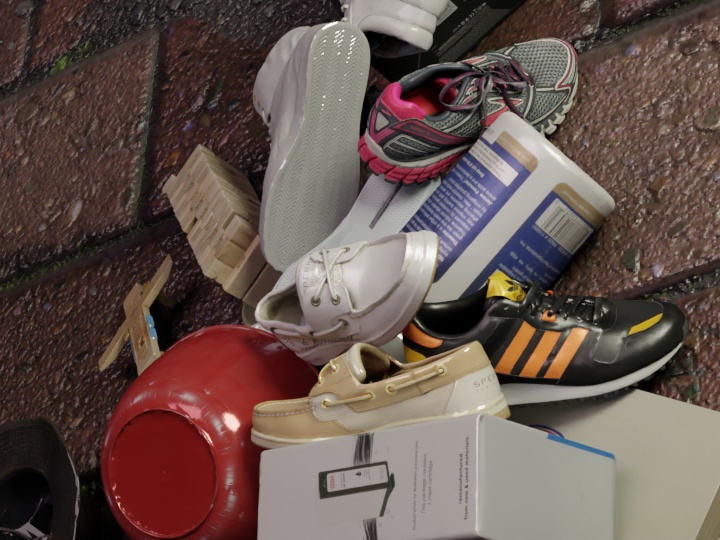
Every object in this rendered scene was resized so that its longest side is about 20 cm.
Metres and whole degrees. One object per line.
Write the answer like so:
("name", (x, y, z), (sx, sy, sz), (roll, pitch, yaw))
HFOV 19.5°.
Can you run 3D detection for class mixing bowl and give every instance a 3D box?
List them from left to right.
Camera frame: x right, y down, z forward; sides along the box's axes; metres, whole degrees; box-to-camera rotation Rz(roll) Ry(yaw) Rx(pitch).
("mixing bowl", (-0.118, 0.144, 1.560), (0.200, 0.108, 0.201), (2, 93, 27))

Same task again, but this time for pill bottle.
("pill bottle", (0.084, -0.009, 1.543), (0.200, 0.111, 0.111), (-49, 41, 5))

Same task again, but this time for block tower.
("block tower", (-0.113, -0.041, 1.750), (0.058, 0.054, 0.200), (-54, 27, 10))

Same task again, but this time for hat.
("hat", (-0.269, 0.226, 1.733), (0.200, 0.081, 0.201), (-23, 56, 38))

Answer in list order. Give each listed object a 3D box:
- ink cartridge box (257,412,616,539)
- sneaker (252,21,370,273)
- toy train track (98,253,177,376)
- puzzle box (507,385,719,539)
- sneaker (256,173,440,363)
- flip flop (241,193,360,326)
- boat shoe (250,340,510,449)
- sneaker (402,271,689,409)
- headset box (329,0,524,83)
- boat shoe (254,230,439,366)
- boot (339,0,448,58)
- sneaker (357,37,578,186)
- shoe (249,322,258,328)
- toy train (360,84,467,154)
("ink cartridge box", (0.049, 0.159, 1.397), (0.200, 0.146, 0.085), (-15, 66, 42))
("sneaker", (-0.048, -0.099, 1.674), (0.116, 0.074, 0.200), (-162, 86, -68))
("toy train track", (-0.175, 0.055, 1.763), (0.115, 0.032, 0.200), (-56, 17, 8))
("puzzle box", (0.166, 0.143, 1.430), (0.200, 0.025, 0.133), (15, 74, 47))
("sneaker", (0.000, 0.000, 1.616), (0.073, 0.071, 0.200), (40, 88, 24))
("flip flop", (-0.022, -0.020, 1.684), (0.200, 0.058, 0.081), (-38, 44, 10))
("boat shoe", (0.008, 0.083, 1.448), (0.200, 0.074, 0.069), (-8, 99, 29))
("sneaker", (0.124, 0.040, 1.450), (0.200, 0.090, 0.070), (-12, 29, 15))
("headset box", (0.044, -0.265, 1.781), (0.149, 0.075, 0.200), (-42, 43, 13))
("boat shoe", (-0.015, 0.016, 1.479), (0.200, 0.069, 0.071), (-34, 38, 54))
("boot", (-0.003, -0.224, 1.688), (0.200, 0.073, 0.096), (14, 82, 53))
("sneaker", (0.091, -0.130, 1.586), (0.200, 0.075, 0.081), (-28, 62, -31))
("shoe", (-0.094, 0.111, 1.664), (0.200, 0.071, 0.091), (-28, 64, 16))
("toy train", (0.044, -0.123, 1.707), (0.200, 0.034, 0.046), (11, 113, 47))
